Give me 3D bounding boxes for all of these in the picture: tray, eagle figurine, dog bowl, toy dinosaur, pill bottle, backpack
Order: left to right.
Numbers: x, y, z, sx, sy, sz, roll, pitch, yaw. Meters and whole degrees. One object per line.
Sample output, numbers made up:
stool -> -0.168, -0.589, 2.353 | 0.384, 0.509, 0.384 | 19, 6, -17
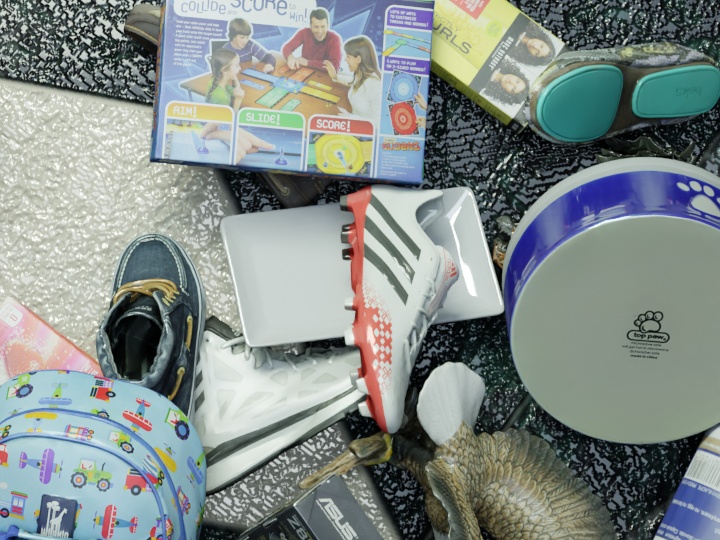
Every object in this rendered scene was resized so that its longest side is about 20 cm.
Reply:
backpack -> -0.194, 0.176, 1.576 | 0.181, 0.135, 0.201 | 12, 110, 4
tray -> 0.000, 0.000, 1.744 | 0.198, 0.022, 0.108 | -7, 67, -15
eagle figurine -> 0.083, 0.179, 1.702 | 0.152, 0.151, 0.200 | -46, 66, 1
toy dinosaur -> 0.202, -0.031, 1.760 | 0.198, 0.102, 0.137 | -2, 108, -17
dog bowl -> 0.203, 0.024, 1.699 | 0.198, 0.079, 0.201 | 0, 122, 0
pill bottle -> 0.263, 0.223, 1.720 | 0.115, 0.116, 0.201 | 28, 86, 0

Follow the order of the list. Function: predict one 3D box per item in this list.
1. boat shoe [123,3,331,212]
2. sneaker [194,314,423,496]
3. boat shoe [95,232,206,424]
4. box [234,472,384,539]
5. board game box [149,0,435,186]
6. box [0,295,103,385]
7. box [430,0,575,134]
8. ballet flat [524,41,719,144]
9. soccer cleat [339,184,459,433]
boat shoe -> -0.102, -0.119, 1.749 | 0.200, 0.075, 0.073 | 38, 85, 2
sneaker -> -0.059, 0.069, 1.735 | 0.200, 0.076, 0.116 | -31, 90, -2
boat shoe -> -0.149, 0.031, 1.682 | 0.070, 0.091, 0.201 | -8, 49, 2
box -> -0.004, 0.254, 1.682 | 0.049, 0.161, 0.201 | -35, 87, -27
board game box -> -0.049, -0.137, 1.706 | 0.198, 0.034, 0.137 | 5, 87, -12
box -> -0.276, 0.127, 1.710 | 0.094, 0.103, 0.200 | 37, 84, -1
box -> 0.061, -0.191, 1.773 | 0.200, 0.050, 0.075 | 37, 85, 1
ballet flat -> 0.178, -0.134, 1.733 | 0.199, 0.072, 0.073 | -8, 85, -40
soccer cleat -> 0.030, 0.022, 1.682 | 0.084, 0.069, 0.201 | -5, 55, 1
